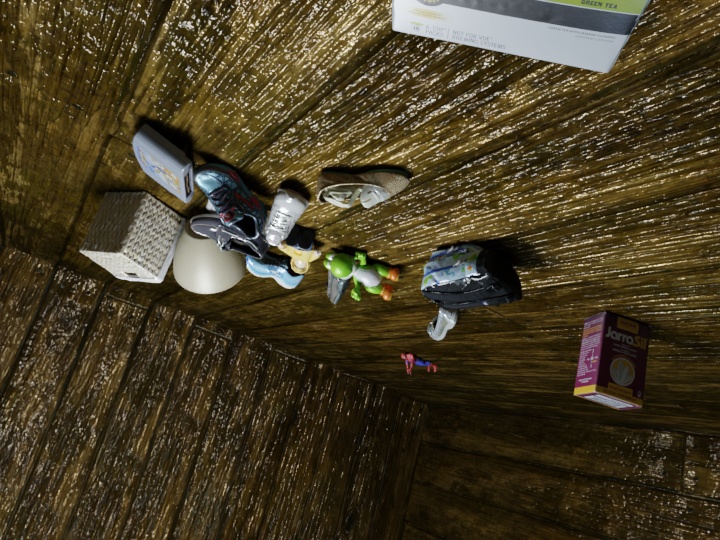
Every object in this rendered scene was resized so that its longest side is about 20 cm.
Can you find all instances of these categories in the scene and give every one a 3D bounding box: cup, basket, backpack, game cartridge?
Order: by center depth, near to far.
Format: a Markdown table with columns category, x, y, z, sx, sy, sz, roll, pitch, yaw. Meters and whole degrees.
| category | x | y | z | sx | sy | sz | roll | pitch | yaw |
| --- | --- | --- | --- | --- | --- | --- | --- | --- | --- |
| game cartridge | -0.408 | -0.220 | 1.182 | 0.132 | 0.042 | 0.200 | 34 | 161 | -5 |
| backpack | 0.230 | 0.018 | 1.257 | 0.198 | 0.156 | 0.162 | -27 | 142 | 33 |
| cup | -0.405 | -0.061 | 1.508 | 0.196 | 0.202 | 0.145 | 13 | 135 | 7 |
| basket | -0.616 | -0.091 | 1.542 | 0.195 | 0.203 | 0.161 | 4 | 157 | 31 |

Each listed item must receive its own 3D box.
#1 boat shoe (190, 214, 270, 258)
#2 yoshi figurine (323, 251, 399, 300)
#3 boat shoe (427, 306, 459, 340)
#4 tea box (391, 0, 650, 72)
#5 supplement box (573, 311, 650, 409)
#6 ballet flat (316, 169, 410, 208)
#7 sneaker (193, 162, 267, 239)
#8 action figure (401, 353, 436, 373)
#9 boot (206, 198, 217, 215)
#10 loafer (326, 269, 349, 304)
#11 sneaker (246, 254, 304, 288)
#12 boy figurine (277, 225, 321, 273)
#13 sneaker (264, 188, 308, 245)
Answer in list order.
| category | x | y | z | sx | sy | sz | roll | pitch | yaw |
| --- | --- | --- | --- | --- | --- | --- | --- | --- | --- |
| boat shoe | -0.308 | -0.077 | 1.326 | 0.196 | 0.064 | 0.073 | 14 | 153 | 0 |
| yoshi figurine | -0.002 | 0.008 | 1.473 | 0.197 | 0.114 | 0.113 | 19 | 146 | -3 |
| boat shoe | 0.245 | 0.158 | 1.749 | 0.064 | 0.075 | 0.202 | 22 | 158 | -1 |
| tea box | 0.132 | -0.282 | 0.427 | 0.196 | 0.136 | 0.197 | 14 | 163 | 6 |
| supplement box | 0.619 | 0.223 | 1.397 | 0.129 | 0.204 | 0.103 | 16 | 162 | -4 |
| ballet flat | -0.001 | -0.147 | 1.057 | 0.197 | 0.066 | 0.070 | 3 | 158 | 35 |
| sneaker | -0.271 | -0.143 | 1.204 | 0.079 | 0.097 | 0.200 | -30 | 129 | 25 |
| action figure | 0.246 | 0.429 | 2.514 | 0.198 | 0.101 | 0.065 | 30 | 156 | -31 |
| boot | -0.318 | -0.141 | 1.366 | 0.094 | 0.075 | 0.200 | 23 | 153 | -3 |
| loafer | -0.072 | 0.037 | 1.692 | 0.062 | 0.072 | 0.201 | 34 | 156 | 5 |
| sneaker | -0.249 | -0.020 | 1.678 | 0.198 | 0.080 | 0.089 | 23 | 142 | -32 |
| boy figurine | -0.162 | -0.053 | 1.485 | 0.122 | 0.066 | 0.200 | 14 | 159 | -2 |
| sneaker | -0.166 | -0.112 | 1.250 | 0.074 | 0.101 | 0.200 | 21 | 160 | -9 |
